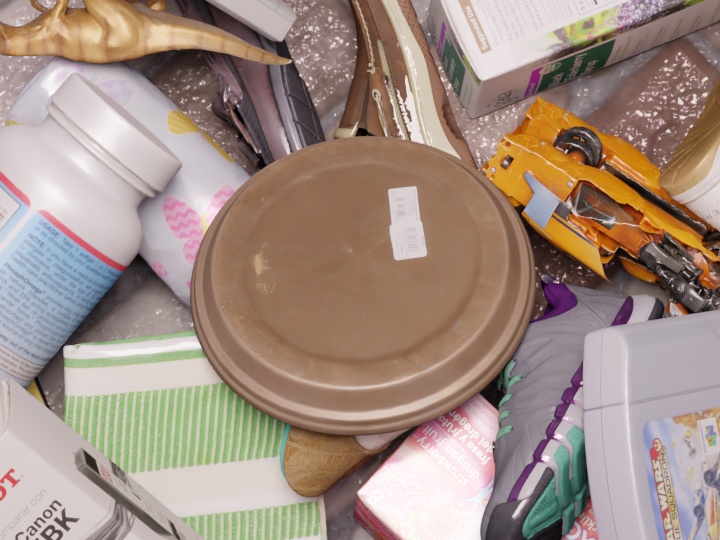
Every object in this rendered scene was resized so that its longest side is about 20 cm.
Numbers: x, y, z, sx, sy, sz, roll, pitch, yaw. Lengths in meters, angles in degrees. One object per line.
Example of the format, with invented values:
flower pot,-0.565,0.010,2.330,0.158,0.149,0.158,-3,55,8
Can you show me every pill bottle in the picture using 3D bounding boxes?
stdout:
pill bottle,-0.196,-0.010,1.197,0.109,0.109,0.200,41,92,9

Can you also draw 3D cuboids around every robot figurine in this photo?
robot figurine,0.169,-0.024,1.265,0.200,0.145,0.058,36,116,4

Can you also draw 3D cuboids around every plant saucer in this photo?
plant saucer,0.000,0.000,1.186,0.199,0.030,0.201,-3,56,4

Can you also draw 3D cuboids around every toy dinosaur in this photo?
toy dinosaur,-0.138,-0.145,1.251,0.198,0.061,0.107,1,52,0

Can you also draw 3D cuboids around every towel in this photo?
towel,-0.093,0.133,1.220,0.151,0.023,0.201,-6,102,-4

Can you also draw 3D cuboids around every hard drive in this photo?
hard drive,-0.138,-0.203,1.216,0.132,0.200,0.026,37,96,39

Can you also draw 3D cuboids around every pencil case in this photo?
pencil case,-0.125,-0.051,1.280,0.200,0.083,0.091,42,96,10

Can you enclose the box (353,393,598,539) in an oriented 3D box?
box,0.098,0.172,1.215,0.200,0.103,0.095,43,79,9

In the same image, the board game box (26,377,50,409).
board game box,-0.269,0.065,1.271,0.135,0.035,0.201,-23,77,-7

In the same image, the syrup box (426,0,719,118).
syrup box,0.146,-0.175,1.318,0.199,0.079,0.082,-23,77,-7

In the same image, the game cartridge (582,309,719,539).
game cartridge,0.180,0.125,1.137,0.133,0.041,0.201,-6,84,-48

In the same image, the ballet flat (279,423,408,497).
ballet flat,0.026,0.045,1.204,0.072,0.068,0.201,9,56,39

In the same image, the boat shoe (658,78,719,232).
boat shoe,0.253,-0.090,1.290,0.069,0.071,0.200,47,55,-9

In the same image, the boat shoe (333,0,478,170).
boat shoe,0.017,-0.100,1.301,0.074,0.075,0.203,-21,77,0

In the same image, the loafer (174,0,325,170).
loafer,-0.071,-0.120,1.314,0.063,0.072,0.201,-23,69,12

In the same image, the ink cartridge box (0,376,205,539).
ink cartridge box,-0.171,0.182,1.158,0.200,0.083,0.147,42,97,-19

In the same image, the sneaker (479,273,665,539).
sneaker,0.097,0.081,1.168,0.087,0.075,0.200,18,45,23
